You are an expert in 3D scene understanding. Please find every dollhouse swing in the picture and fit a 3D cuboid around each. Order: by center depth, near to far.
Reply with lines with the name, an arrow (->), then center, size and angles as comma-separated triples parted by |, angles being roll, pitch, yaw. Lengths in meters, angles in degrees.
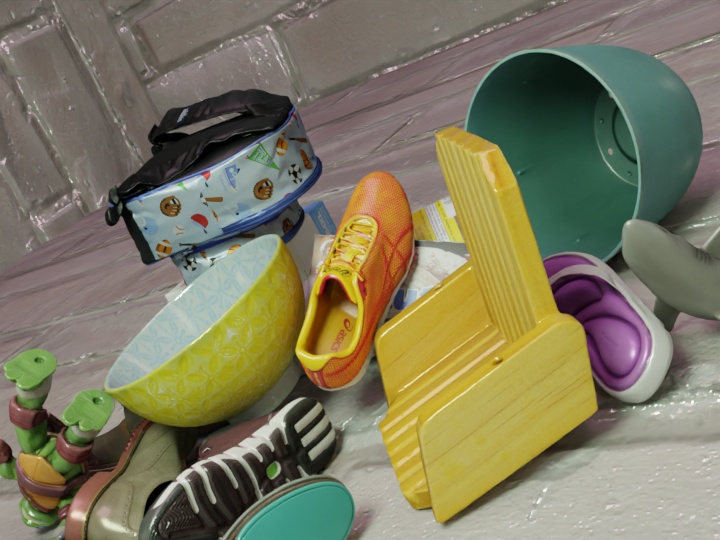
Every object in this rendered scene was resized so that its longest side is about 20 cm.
dollhouse swing -> 0.052, 0.026, 0.689 | 0.181, 0.177, 0.200 | -36, 16, 2

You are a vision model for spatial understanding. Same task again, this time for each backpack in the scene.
backpack -> -0.132, -0.086, 0.972 | 0.189, 0.155, 0.201 | -26, 25, 18

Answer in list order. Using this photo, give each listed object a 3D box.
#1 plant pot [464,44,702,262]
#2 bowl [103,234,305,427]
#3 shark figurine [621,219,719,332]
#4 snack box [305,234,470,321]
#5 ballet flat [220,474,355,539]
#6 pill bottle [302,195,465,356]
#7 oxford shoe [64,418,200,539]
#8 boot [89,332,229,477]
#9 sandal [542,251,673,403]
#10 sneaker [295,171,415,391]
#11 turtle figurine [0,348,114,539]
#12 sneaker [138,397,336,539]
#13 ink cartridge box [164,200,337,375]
plant pot -> 0.222, -0.116, 0.904 | 0.160, 0.203, 0.199 | -20, 10, -36
bowl -> -0.115, 0.073, 0.854 | 0.199, 0.108, 0.201 | -36, 17, 13
shark figurine -> 0.281, 0.014, 0.651 | 0.211, 0.129, 0.090 | -9, 42, -2
snack box -> 0.051, 0.011, 0.853 | 0.197, 0.073, 0.024 | 4, -12, 15
ballet flat -> -0.084, 0.200, 0.617 | 0.063, 0.068, 0.200 | -18, 17, 49
pill bottle -> 0.035, 0.012, 0.928 | 0.198, 0.110, 0.109 | -24, 16, 6
oxford shoe -> -0.175, 0.184, 0.842 | 0.074, 0.071, 0.200 | 7, 25, 14
boot -> -0.219, 0.133, 0.973 | 0.198, 0.098, 0.075 | -24, 16, 8
sandal -> 0.159, 0.029, 0.716 | 0.083, 0.049, 0.203 | -65, 22, 6
sneaker -> 0.000, 0.000, 0.810 | 0.072, 0.077, 0.202 | 6, 64, 16
turtle figurine -> -0.298, 0.181, 0.836 | 0.198, 0.195, 0.144 | -2, 40, -38
sneaker -> -0.114, 0.173, 0.757 | 0.115, 0.076, 0.199 | -19, 7, 42
ink cartridge box -> -0.102, 0.033, 1.050 | 0.127, 0.126, 0.200 | -17, 18, 29
